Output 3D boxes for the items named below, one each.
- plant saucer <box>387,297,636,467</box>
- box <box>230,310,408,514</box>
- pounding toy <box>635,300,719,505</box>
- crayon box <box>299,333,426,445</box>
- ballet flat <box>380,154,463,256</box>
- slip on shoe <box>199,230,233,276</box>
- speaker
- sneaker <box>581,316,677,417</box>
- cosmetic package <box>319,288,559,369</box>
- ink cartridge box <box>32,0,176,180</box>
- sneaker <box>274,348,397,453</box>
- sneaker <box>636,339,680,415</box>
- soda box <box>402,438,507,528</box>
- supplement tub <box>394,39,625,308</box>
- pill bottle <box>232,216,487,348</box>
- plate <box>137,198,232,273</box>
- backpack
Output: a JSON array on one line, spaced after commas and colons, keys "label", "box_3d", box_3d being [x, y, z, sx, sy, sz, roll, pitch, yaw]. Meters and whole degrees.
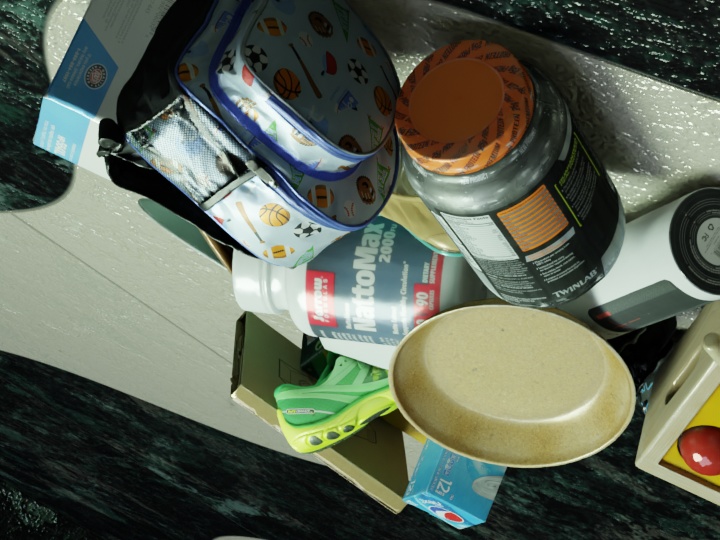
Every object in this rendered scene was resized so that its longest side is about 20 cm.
[{"label": "plant saucer", "box_3d": [0.122, 0.083, 1.658, 0.198, 0.036, 0.201, 6, 138, 6]}, {"label": "box", "box_3d": [-0.038, 0.131, 1.959, 0.199, 0.021, 0.164, 36, -161, -16]}, {"label": "pounding toy", "box_3d": [0.313, 0.101, 1.592, 0.183, 0.143, 0.201, 24, 136, -4]}, {"label": "crayon box", "box_3d": [0.057, 0.093, 1.991, 0.199, 0.051, 0.127, 32, 130, -26]}, {"label": "ballet flat", "box_3d": [0.036, -0.067, 1.640, 0.068, 0.064, 0.199, -12, -157, -31]}, {"label": "slip on shoe", "box_3d": [-0.133, -0.077, 1.772, 0.076, 0.061, 0.201, 9, 143, 38]}, {"label": "speaker", "box_3d": [0.223, -0.003, 1.569, 0.081, 0.082, 0.200, 28, 161, -13]}, {"label": "sneaker", "box_3d": [0.201, 0.087, 1.735, 0.060, 0.104, 0.200, 42, 134, -4]}, {"label": "cosmetic package", "box_3d": [0.068, 0.036, 1.808, 0.198, 0.114, 0.081, 18, 161, 19]}, {"label": "ink cartridge box", "box_3d": [-0.131, -0.124, 1.581, 0.199, 0.129, 0.125, 26, 162, -7]}, {"label": "sneaker", "box_3d": [0.011, 0.089, 1.872, 0.084, 0.199, 0.074, 59, 159, 10]}, {"label": "sneaker", "box_3d": [0.255, 0.096, 1.793, 0.073, 0.083, 0.199, 31, 162, -30]}, {"label": "soda box", "box_3d": [0.110, 0.126, 1.858, 0.064, 0.202, 0.068, 26, 162, -11]}, {"label": "supplement tub", "box_3d": [0.105, -0.068, 1.462, 0.122, 0.123, 0.200, 12, 157, 31]}, {"label": "pill bottle", "box_3d": [0.000, 0.000, 1.726, 0.198, 0.121, 0.120, 5, 157, 16]}, {"label": "plate", "box_3d": [-0.116, -0.022, 1.918, 0.199, 0.026, 0.200, 31, -174, -4]}, {"label": "backpack", "box_3d": [-0.056, -0.107, 1.440, 0.153, 0.201, 0.191, -20, 122, 39]}]
